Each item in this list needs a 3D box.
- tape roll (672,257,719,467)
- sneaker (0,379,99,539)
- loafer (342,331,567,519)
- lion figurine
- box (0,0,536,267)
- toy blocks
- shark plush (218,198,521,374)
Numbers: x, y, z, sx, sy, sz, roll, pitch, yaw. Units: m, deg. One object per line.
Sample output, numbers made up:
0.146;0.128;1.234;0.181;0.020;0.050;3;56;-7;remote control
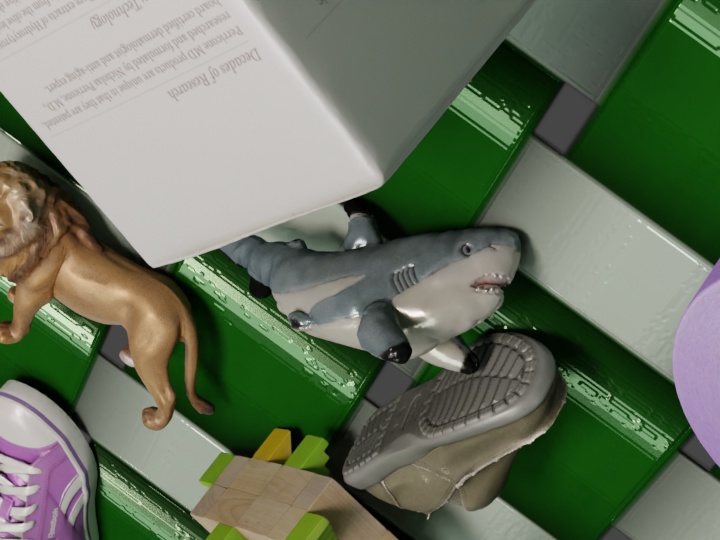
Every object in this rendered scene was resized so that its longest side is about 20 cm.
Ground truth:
0.257;0.055;1.198;0.199;0.066;0.201;24;142;20;tape roll
-0.242;0.177;1.717;0.072;0.114;0.201;19;138;27;sneaker
0.065;0.094;1.410;0.070;0.075;0.200;36;150;-15;loafer
-0.164;0.012;1.524;0.199;0.073;0.123;25;131;-5;lion figurine
-0.044;-0.141;1.136;0.171;0.199;0.200;50;144;-16;box
-0.018;0.185;1.535;0.137;0.100;0.200;45;163;-20;toy blocks
0.000;0.000;1.371;0.199;0.084;0.091;15;-178;44;shark plush
